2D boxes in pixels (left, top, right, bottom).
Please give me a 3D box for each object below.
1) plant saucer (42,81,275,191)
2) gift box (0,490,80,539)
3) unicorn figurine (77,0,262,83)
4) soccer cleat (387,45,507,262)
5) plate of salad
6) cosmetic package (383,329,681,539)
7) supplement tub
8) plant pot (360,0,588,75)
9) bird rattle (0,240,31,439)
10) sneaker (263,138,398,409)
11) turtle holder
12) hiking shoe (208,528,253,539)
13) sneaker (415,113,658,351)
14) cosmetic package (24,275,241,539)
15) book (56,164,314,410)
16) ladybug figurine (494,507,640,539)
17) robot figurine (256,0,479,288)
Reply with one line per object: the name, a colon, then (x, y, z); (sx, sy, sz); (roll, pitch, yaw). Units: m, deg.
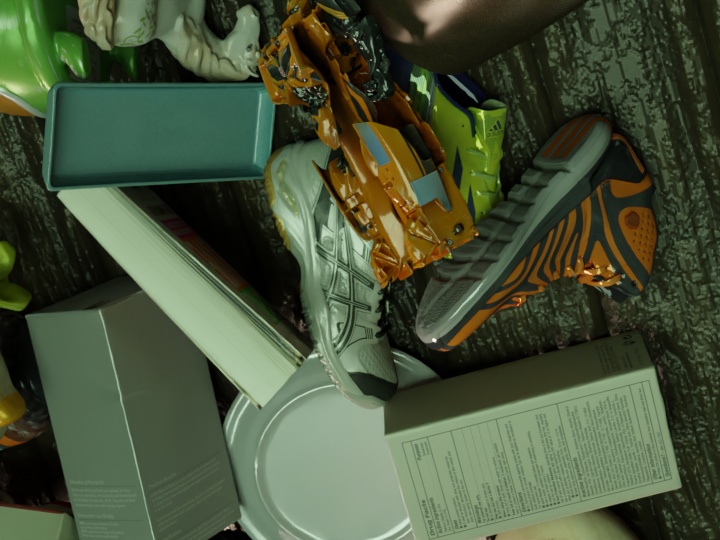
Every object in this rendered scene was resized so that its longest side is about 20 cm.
plant saucer: (-0.135, -0.094, 1.178); (0.019, 0.199, 0.071); (17, 106, 41)
gift box: (-0.285, 0.269, 1.359); (0.183, 0.188, 0.200); (6, 160, 15)
unicorn figurine: (-0.130, -0.188, 1.168); (0.073, 0.199, 0.139); (-2, 102, 42)
soccer cleat: (0.072, -0.076, 1.204); (0.083, 0.065, 0.201); (-20, 109, 15)
plate of salad: (-0.010, 0.143, 1.332); (0.198, 0.048, 0.202); (0, 109, 0)
cosmetic package: (0.123, 0.124, 1.259); (0.198, 0.073, 0.104); (-13, 110, 5)
supplement tub: (-0.308, 0.094, 1.340); (0.198, 0.107, 0.108); (-19, 109, 19)
plant pot: (0.089, -0.223, 1.084); (0.186, 0.187, 0.200); (36, 130, -6)
bird rattle: (-0.324, 0.070, 1.240); (0.199, 0.113, 0.164); (-33, 89, 21)
sneaker: (0.000, 0.000, 1.236); (0.087, 0.076, 0.202); (-17, 100, 13)
turtle holder: (-0.236, -0.195, 1.171); (0.130, 0.141, 0.187); (-6, 114, 16)
hiking shoe: (-0.134, 0.293, 1.348); (0.075, 0.200, 0.101); (3, 121, 42)
sneaker: (0.133, 0.000, 1.180); (0.200, 0.078, 0.112); (-47, 111, -7)
cosmetic package: (-0.166, 0.110, 1.288); (0.090, 0.107, 0.202); (-8, 98, 36)
book: (-0.119, 0.004, 1.226); (0.200, 0.134, 0.048); (44, 96, -1)
ladybug figurine: (0.171, 0.251, 1.329); (0.135, 0.072, 0.201); (-13, 111, 18)
robot figurine: (-0.002, -0.092, 1.140); (0.058, 0.145, 0.201); (-31, 89, -22)
